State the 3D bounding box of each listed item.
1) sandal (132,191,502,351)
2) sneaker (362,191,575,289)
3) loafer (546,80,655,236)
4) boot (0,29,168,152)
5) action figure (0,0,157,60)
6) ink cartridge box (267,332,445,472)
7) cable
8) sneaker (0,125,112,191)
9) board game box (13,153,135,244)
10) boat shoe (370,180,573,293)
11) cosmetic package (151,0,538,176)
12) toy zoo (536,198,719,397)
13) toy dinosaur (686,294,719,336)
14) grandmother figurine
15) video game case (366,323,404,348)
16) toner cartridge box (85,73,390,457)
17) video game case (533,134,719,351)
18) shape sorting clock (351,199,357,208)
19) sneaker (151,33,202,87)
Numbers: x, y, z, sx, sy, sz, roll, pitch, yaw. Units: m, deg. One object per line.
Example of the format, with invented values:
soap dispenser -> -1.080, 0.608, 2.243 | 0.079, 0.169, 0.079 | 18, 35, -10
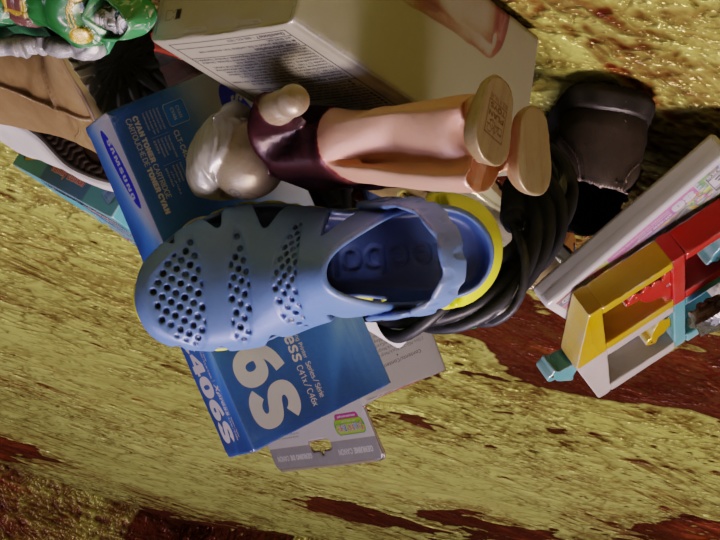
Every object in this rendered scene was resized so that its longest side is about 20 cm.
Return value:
sandal -> -0.021, -0.003, 0.979 | 0.198, 0.080, 0.087 | -12, -176, -2
sneaker -> 0.062, -0.027, 1.340 | 0.199, 0.076, 0.088 | 25, 161, -39
loafer -> 0.133, -0.055, 1.181 | 0.072, 0.072, 0.200 | 11, 165, 3
boot -> -0.207, -0.143, 1.108 | 0.199, 0.066, 0.176 | 22, 137, 37
action figure -> -0.190, -0.148, 0.980 | 0.199, 0.055, 0.119 | 13, 129, 26
ink cartridge box -> -0.025, 0.063, 1.524 | 0.083, 0.177, 0.200 | -21, -177, -28
cable -> 0.047, -0.034, 1.103 | 0.200, 0.162, 0.051 | 45, 156, 45
sneaker -> -0.190, -0.101, 1.262 | 0.199, 0.073, 0.085 | 25, 176, 19
board game box -> -0.139, -0.032, 1.395 | 0.200, 0.047, 0.151 | 36, 173, -41
boat shoe -> 0.081, -0.019, 1.242 | 0.200, 0.066, 0.074 | 41, 179, -16
cosmetic package -> -0.003, -0.123, 1.001 | 0.103, 0.088, 0.200 | -2, 159, 38
toy zoo -> 0.198, 0.012, 1.186 | 0.199, 0.021, 0.131 | -32, 153, -7
toy dinosaur -> 0.263, -0.025, 1.132 | 0.088, 0.048, 0.201 | -12, 142, -27
grandmother figurine -> -0.010, -0.062, 0.954 | 0.199, 0.061, 0.121 | -3, 150, 37
video game case -> -0.072, -0.034, 1.302 | 0.182, 0.023, 0.200 | 32, -172, -43
toner cartridge box -> -0.068, -0.008, 1.050 | 0.095, 0.201, 0.043 | -25, -178, -27
video game case -> 0.201, -0.006, 1.204 | 0.018, 0.143, 0.200 | 54, -168, 27
shape sorting clock -> -0.013, -0.031, 1.331 | 0.199, 0.039, 0.200 | 37, -174, -5
sneaker -> -0.080, -0.089, 1.202 | 0.199, 0.083, 0.077 | 20, 163, -28
